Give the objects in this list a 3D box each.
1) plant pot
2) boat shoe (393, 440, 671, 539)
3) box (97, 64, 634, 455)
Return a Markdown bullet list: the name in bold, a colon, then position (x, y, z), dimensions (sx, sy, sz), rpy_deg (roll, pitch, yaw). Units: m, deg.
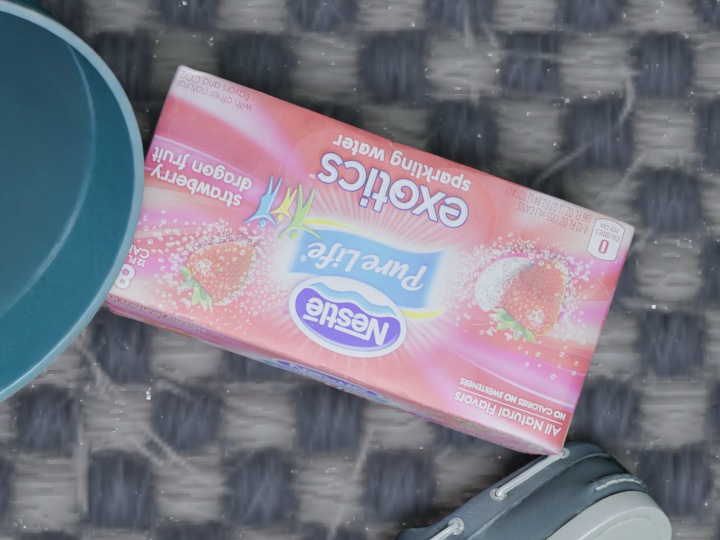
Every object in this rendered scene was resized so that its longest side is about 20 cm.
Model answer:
- **plant pot**: position (-0.213, -0.063, 0.723), dimensions (0.200, 0.200, 0.188), rpy_deg (-36, 50, -7)
- **boat shoe**: position (0.036, 0.141, 0.810), dimensions (0.199, 0.073, 0.062), rpy_deg (-31, 44, 0)
- **box**: position (0.000, 0.000, 0.792), dimensions (0.199, 0.095, 0.103), rpy_deg (20, 84, -2)
